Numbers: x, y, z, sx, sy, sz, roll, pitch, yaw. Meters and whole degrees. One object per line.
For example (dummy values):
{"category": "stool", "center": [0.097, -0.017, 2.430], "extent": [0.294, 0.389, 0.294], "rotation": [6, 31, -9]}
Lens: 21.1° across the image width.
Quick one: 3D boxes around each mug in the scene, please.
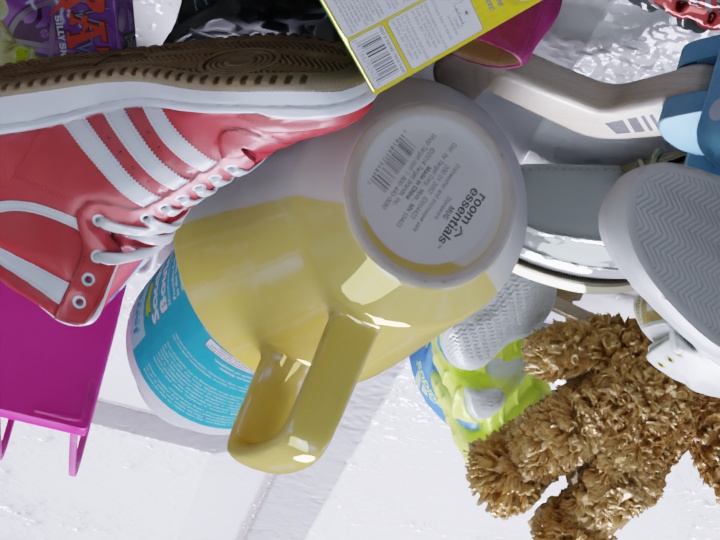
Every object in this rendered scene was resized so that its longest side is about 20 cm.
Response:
{"category": "mug", "center": [0.007, -0.006, 0.914], "extent": [0.149, 0.187, 0.153], "rotation": [-7, 176, -23]}

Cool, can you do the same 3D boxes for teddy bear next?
{"category": "teddy bear", "center": [0.149, 0.079, 1.052], "extent": [0.200, 0.145, 0.067], "rotation": [-29, 175, 7]}

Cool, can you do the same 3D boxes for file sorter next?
{"category": "file sorter", "center": [-0.246, 0.031, 1.159], "extent": [0.199, 0.139, 0.125], "rotation": [14, 153, -4]}

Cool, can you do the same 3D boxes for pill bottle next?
{"category": "pill bottle", "center": [-0.069, 0.027, 1.114], "extent": [0.111, 0.111, 0.200], "rotation": [20, 150, -16]}

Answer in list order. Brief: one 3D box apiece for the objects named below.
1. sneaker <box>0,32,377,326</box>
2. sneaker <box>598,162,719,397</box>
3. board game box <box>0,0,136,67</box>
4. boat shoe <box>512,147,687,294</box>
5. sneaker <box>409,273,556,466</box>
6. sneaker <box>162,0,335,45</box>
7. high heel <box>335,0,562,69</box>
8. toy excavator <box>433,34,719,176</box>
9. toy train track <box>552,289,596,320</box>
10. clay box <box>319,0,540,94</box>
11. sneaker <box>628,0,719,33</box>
{"category": "sneaker", "center": [-0.079, -0.037, 0.827], "extent": [0.200, 0.071, 0.113], "rotation": [-2, 109, 23]}
{"category": "sneaker", "center": [0.153, 0.016, 0.887], "extent": [0.200, 0.074, 0.115], "rotation": [30, 160, -33]}
{"category": "board game box", "center": [-0.160, -0.111, 0.869], "extent": [0.120, 0.032, 0.200], "rotation": [2, 114, 10]}
{"category": "boat shoe", "center": [0.154, -0.029, 0.979], "extent": [0.199, 0.075, 0.068], "rotation": [8, 142, -1]}
{"category": "sneaker", "center": [0.057, 0.030, 1.109], "extent": [0.076, 0.105, 0.200], "rotation": [-21, 126, -24]}
{"category": "sneaker", "center": [-0.035, -0.136, 0.844], "extent": [0.075, 0.079, 0.200], "rotation": [14, 156, -14]}
{"category": "high heel", "center": [0.011, -0.104, 0.859], "extent": [0.067, 0.096, 0.200], "rotation": [27, 148, -26]}
{"category": "toy excavator", "center": [0.157, -0.070, 0.885], "extent": [0.194, 0.100, 0.200], "rotation": [34, 153, -33]}
{"category": "toy train track", "center": [0.196, 0.045, 1.126], "extent": [0.200, 0.033, 0.115], "rotation": [24, 176, -8]}
{"category": "clay box", "center": [0.065, -0.160, 0.721], "extent": [0.200, 0.048, 0.115], "rotation": [-30, 143, 2]}
{"category": "sneaker", "center": [0.196, -0.135, 0.763], "extent": [0.200, 0.071, 0.098], "rotation": [7, 152, 4]}
